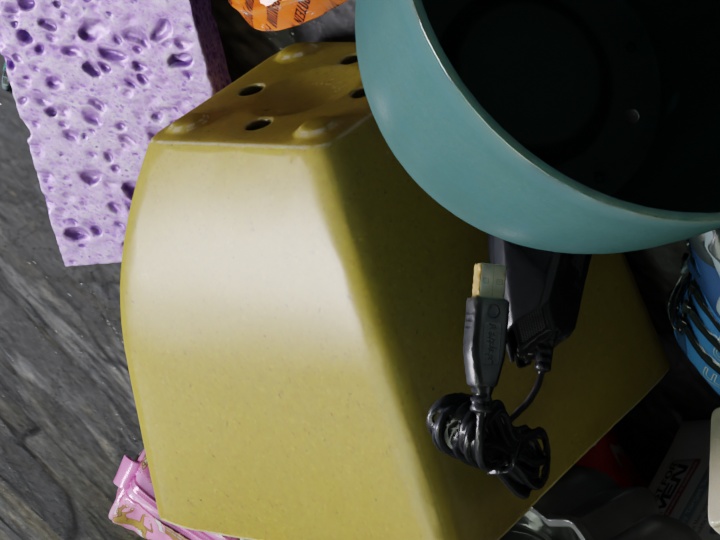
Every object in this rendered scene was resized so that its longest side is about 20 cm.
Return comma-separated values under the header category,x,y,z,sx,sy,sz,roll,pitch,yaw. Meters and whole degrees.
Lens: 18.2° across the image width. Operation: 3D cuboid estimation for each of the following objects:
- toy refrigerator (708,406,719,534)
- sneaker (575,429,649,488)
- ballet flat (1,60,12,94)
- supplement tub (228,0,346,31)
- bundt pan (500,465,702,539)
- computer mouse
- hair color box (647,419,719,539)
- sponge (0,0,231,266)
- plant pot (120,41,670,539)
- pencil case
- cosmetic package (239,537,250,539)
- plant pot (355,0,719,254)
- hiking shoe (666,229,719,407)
category,x,y,z,sx,sy,sz,roll,pitch,yaw
toy refrigerator,0.255,0.078,0.970,0.200,0.070,0.076,-21,134,34
sneaker,0.166,0.142,1.235,0.085,0.077,0.200,-10,134,26
ballet flat,-0.111,-0.060,1.214,0.200,0.074,0.074,39,149,-5
supplement tub,-0.062,-0.204,0.917,0.122,0.123,0.200,-5,132,48
bundt pan,0.115,0.182,1.112,0.202,0.076,0.202,26,130,35
computer mouse,0.064,-0.005,0.967,0.046,0.200,0.140,11,176,20
hair color box,0.227,0.125,1.104,0.200,0.099,0.061,-7,130,49
sponge,-0.122,-0.097,1.134,0.111,0.030,0.200,-3,121,18
plant pot,0.000,0.000,1.081,0.195,0.194,0.200,4,121,41
pencil case,-0.073,0.183,1.496,0.200,0.083,0.087,34,150,5
cosmetic package,-0.025,0.145,1.167,0.073,0.200,0.104,-12,118,-3
plant pot,0.088,-0.095,0.856,0.200,0.201,0.161,38,160,-4
hiking shoe,0.170,0.012,1.029,0.087,0.074,0.200,5,138,40
